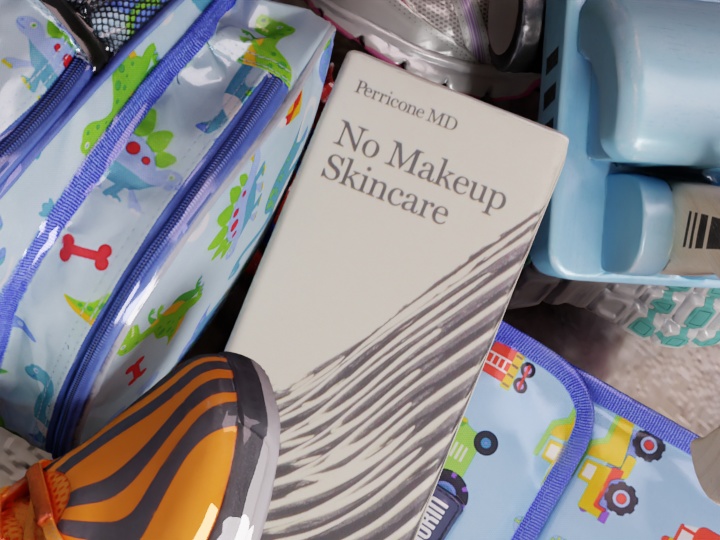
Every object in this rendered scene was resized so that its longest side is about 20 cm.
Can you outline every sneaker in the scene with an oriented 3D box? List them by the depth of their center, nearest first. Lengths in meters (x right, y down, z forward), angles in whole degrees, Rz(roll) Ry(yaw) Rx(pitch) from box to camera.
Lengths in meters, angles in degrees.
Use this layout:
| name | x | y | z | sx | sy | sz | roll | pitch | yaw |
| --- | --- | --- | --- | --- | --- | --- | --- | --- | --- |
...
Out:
| name | x | y | z | sx | sy | sz | roll | pitch | yaw |
| --- | --- | --- | --- | --- | --- | --- | --- | --- | --- |
| sneaker | -0.113 | 0.091 | 0.608 | 0.112 | 0.200 | 0.078 | 26 | 23 | -29 |
| sneaker | 0.073 | -0.115 | 0.861 | 0.199 | 0.081 | 0.089 | 8 | 106 | -15 |
| sneaker | 0.103 | -0.028 | 0.882 | 0.199 | 0.078 | 0.092 | 12 | 55 | -26 |

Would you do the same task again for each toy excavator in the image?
| name | x | y | z | sx | sy | sz | roll | pitch | yaw |
| --- | --- | --- | --- | --- | --- | --- | --- | --- | --- |
| toy excavator | 0.112 | -0.026 | 0.731 | 0.099 | 0.200 | 0.196 | 4 | 91 | -14 |

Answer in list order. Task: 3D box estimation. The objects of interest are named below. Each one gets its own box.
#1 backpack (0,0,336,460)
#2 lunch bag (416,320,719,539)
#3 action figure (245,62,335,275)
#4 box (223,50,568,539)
| name | x | y | z | sx | sy | sz | roll | pitch | yaw |
| --- | --- | --- | --- | --- | --- | --- | --- | --- | --- |
| backpack | -0.108 | -0.028 | 0.659 | 0.147 | 0.183 | 0.200 | 37 | 56 | 7 |
| lunch bag | 0.035 | 0.096 | 0.753 | 0.199 | 0.094 | 0.151 | 31 | 87 | -8 |
| action figure | 0.000 | 0.000 | 0.784 | 0.065 | 0.099 | 0.200 | -44 | 95 | -11 |
| box | -0.005 | 0.039 | 0.689 | 0.082 | 0.068 | 0.201 | 20 | 85 | 4 |
